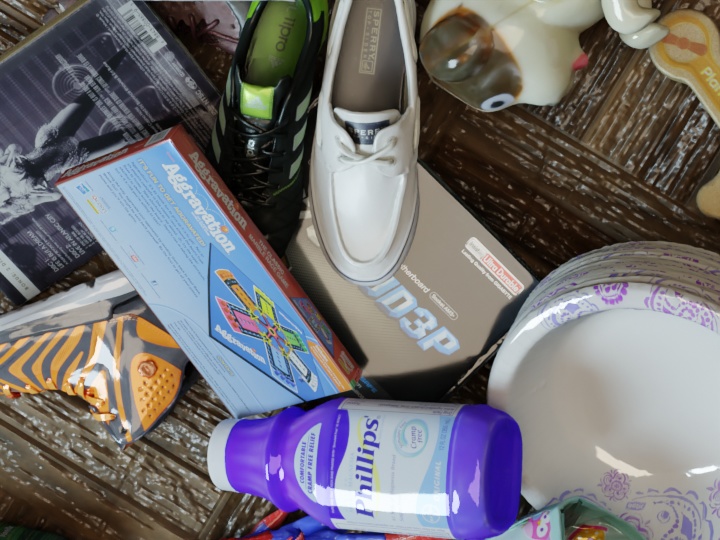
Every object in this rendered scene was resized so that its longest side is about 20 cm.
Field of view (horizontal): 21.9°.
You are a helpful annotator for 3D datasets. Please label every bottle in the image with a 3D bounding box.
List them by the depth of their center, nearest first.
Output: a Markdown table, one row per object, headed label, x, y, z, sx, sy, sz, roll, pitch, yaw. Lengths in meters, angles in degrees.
| label | x | y | z | sx | sy | sz | roll | pitch | yaw |
| --- | --- | --- | --- | --- | --- | --- | --- | --- | --- |
| bottle | 0.000 | 0.120 | 1.155 | 0.200 | 0.065 | 0.084 | 2 | 84 | 29 |

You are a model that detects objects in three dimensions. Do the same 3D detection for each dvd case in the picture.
| label | x | y | z | sx | sy | sz | roll | pitch | yaw |
| --- | --- | --- | --- | --- | --- | --- | --- | --- | --- |
| dvd case | -0.187 | -0.080 | 1.189 | 0.200 | 0.016 | 0.149 | -33 | 122 | 10 |

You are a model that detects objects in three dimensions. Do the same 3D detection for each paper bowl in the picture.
| label | x | y | z | sx | sy | sz | roll | pitch | yaw |
| --- | --- | --- | --- | --- | --- | --- | --- | --- | --- |
| paper bowl | 0.186 | 0.073 | 1.152 | 0.201 | 0.104 | 0.201 | 11 | 123 | 16 |

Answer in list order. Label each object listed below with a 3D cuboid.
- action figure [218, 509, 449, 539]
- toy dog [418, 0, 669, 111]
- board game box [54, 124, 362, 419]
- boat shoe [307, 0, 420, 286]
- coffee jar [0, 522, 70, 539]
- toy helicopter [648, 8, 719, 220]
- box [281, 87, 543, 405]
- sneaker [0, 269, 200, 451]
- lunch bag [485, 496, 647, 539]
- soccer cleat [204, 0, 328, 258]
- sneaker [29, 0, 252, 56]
| label | x | y | z | sx | sy | sz | roll | pitch | yaw |
| --- | --- | --- | --- | --- | --- | --- | --- | --- | --- |
| action figure | -0.041 | 0.176 | 1.216 | 0.200 | 0.065 | 0.052 | -20 | 118 | 10 |
| toy dog | 0.105 | -0.193 | 1.141 | 0.194 | 0.140 | 0.200 | 21 | 98 | 2 |
| board game box | -0.093 | 0.006 | 1.152 | 0.103 | 0.019 | 0.200 | -16 | 119 | 38 |
| boat shoe | 0.001 | -0.089 | 1.146 | 0.074 | 0.065 | 0.200 | -2 | 93 | 3 |
| coffee jar | -0.297 | 0.202 | 1.228 | 0.200 | 0.085 | 0.104 | 16 | 104 | 2 |
| toy helicopter | 0.260 | -0.088 | 1.173 | 0.132 | 0.079 | 0.200 | -38 | 79 | 13 |
| box | 0.000 | 0.000 | 1.209 | 0.159 | 0.046 | 0.200 | -45 | 90 | 6 |
| sneaker | -0.194 | 0.073 | 1.213 | 0.200 | 0.078 | 0.112 | -21 | 92 | 5 |
| lunch bag | 0.125 | 0.250 | 1.160 | 0.170 | 0.122 | 0.200 | -36 | 89 | 45 |
| soccer cleat | -0.063 | -0.088 | 1.142 | 0.068 | 0.081 | 0.200 | 12 | 96 | 5 |
| sneaker | -0.126 | -0.154 | 1.191 | 0.116 | 0.076 | 0.200 | 43 | 96 | -4 |
